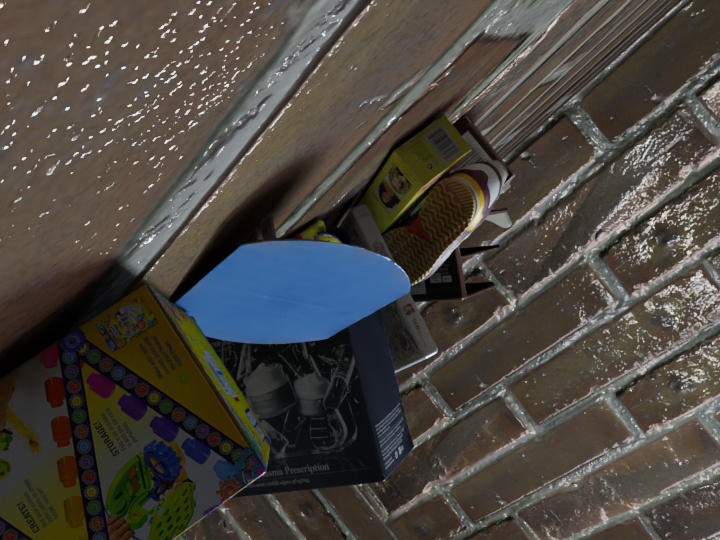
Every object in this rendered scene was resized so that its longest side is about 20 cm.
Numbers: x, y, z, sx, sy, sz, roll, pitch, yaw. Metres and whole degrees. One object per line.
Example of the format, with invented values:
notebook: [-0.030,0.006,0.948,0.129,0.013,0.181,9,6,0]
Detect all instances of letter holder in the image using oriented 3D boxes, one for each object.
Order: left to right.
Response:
letter holder: [0.093,-0.020,0.961,0.141,0.102,0.199,-14,-174,-44]

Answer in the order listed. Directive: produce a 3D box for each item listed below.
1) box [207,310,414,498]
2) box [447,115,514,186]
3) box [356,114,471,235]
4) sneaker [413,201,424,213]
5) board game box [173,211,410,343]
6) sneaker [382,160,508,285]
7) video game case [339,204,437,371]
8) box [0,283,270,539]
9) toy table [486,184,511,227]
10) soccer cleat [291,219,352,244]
box: [-0.066,0.134,0.778,0.198,0.185,0.104,-14,-179,23]
box: [0.152,-0.139,0.973,0.075,0.100,0.200,-40,178,9]
box: [0.049,-0.095,0.798,0.075,0.050,0.200,-38,176,-21]
sneaker: [0.117,-0.094,1.176,0.202,0.073,0.118,-62,-173,-15]
board game box: [-0.058,0.007,0.573,0.157,0.039,0.199,13,149,-35]
sneaker: [0.093,-0.050,0.809,0.090,0.075,0.200,-31,174,-36]
video game case: [0.012,0.036,0.872,0.023,0.184,0.200,-23,172,-20]
box: [-0.168,0.123,0.455,0.192,0.123,0.200,-34,176,-10]
toy table: [0.320,-0.184,1.927,0.116,0.185,0.200,-20,-156,43]
soccer cleat: [-0.063,-0.010,0.714,0.200,0.064,0.085,-12,115,-67]
